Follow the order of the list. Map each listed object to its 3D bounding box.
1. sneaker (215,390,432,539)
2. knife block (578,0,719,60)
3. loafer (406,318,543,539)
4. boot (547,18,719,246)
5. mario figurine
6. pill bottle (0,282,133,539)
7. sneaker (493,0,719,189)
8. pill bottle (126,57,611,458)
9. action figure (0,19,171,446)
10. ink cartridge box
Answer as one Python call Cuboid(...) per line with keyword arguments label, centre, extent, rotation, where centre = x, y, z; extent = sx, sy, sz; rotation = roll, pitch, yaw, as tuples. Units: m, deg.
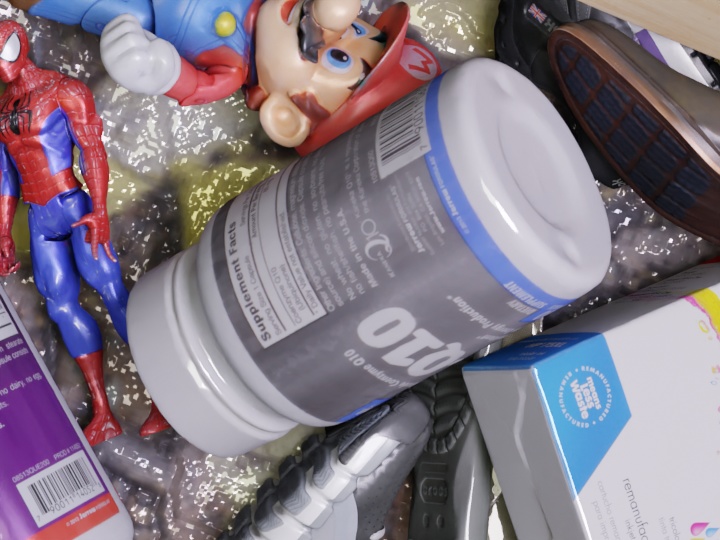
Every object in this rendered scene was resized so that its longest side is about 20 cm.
Cuboid(label="sneaker", centre=(-0.013, 0.155, 1.165), extent=(0.115, 0.075, 0.200), rotation=(43, 101, -10))
Cuboid(label="knife block", centre=(0.193, -0.118, 1.105), extent=(0.200, 0.064, 0.176), rotation=(-35, 94, -38))
Cuboid(label="loafer", centre=(0.064, 0.082, 1.165), extent=(0.069, 0.075, 0.201), rotation=(3, 94, -28))
Cuboid(label="boot", centre=(0.179, -0.059, 1.095), extent=(0.200, 0.075, 0.097), rotation=(43, 69, 6))
Cuboid(label="mario figurine", centre=(-0.053, -0.125, 1.120), extent=(0.199, 0.106, 0.124), rotation=(24, 91, -3))
Cuboid(label="pill bottle", centre=(-0.193, 0.064, 1.116), extent=(0.112, 0.112, 0.200), rotation=(-29, 89, -1))
Cuboid(label="sneaker", centre=(0.087, -0.131, 1.144), extent=(0.087, 0.076, 0.200), rotation=(-32, 87, 16))
Cuboid(label="pill bottle", centre=(0.000, 0.000, 1.097), extent=(0.200, 0.114, 0.114), rotation=(-30, 96, 27))
Cuboid(label="action figure", centre=(-0.136, -0.018, 1.145), extent=(0.065, 0.052, 0.201), rotation=(-14, 94, 32))
Cuboid(label="ink cartridge box", centre=(0.158, 0.062, 1.129), extent=(0.200, 0.067, 0.117), rotation=(-22, 97, -26))
